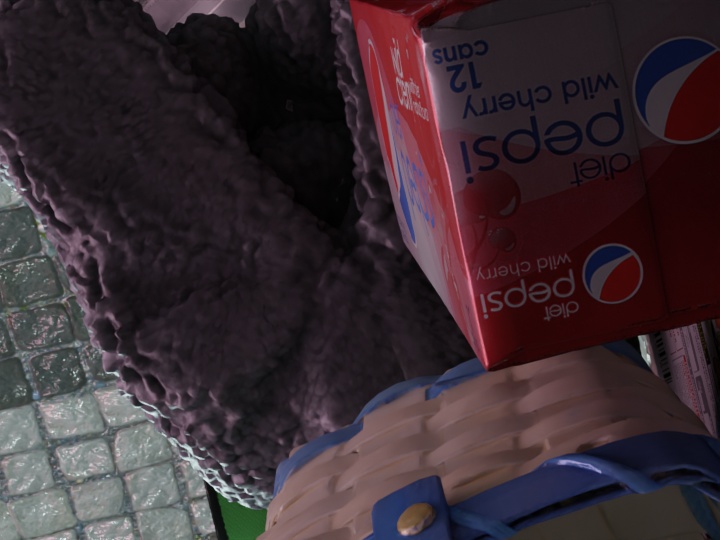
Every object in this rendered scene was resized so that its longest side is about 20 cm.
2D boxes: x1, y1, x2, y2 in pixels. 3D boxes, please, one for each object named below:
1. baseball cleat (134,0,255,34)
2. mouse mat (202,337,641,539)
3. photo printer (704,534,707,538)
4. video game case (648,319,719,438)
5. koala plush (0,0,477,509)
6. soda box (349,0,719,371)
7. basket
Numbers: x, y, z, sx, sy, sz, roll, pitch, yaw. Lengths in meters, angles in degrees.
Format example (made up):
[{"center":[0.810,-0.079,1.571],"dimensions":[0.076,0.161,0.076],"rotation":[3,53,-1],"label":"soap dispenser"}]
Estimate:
[{"center":[-0.040,-0.131,0.745],"dimensions":[0.070,0.106,0.200],"rotation":[-45,-14,-48],"label":"baseball cleat"},{"center":[0.032,0.100,0.856],"dimensions":[0.008,0.161,0.200],"rotation":[-85,-17,-72],"label":"mouse mat"},{"center":[0.023,0.135,0.764],"dimensions":[0.166,0.200,0.070],"rotation":[-110,6,-67],"label":"photo printer"},{"center":[0.079,-0.040,0.581],"dimensions":[0.182,0.022,0.200],"rotation":[92,165,-84],"label":"video game case"},{"center":[0.000,0.000,0.731],"dimensions":[0.200,0.177,0.184],"rotation":[64,-177,-72],"label":"koala plush"},{"center":[0.039,-0.032,0.522],"dimensions":[0.200,0.063,0.070],"rotation":[-112,9,-82],"label":"soda box"},{"center":[0.051,0.118,0.514],"dimensions":[0.176,0.139,0.200],"rotation":[59,-175,-24],"label":"basket"}]
